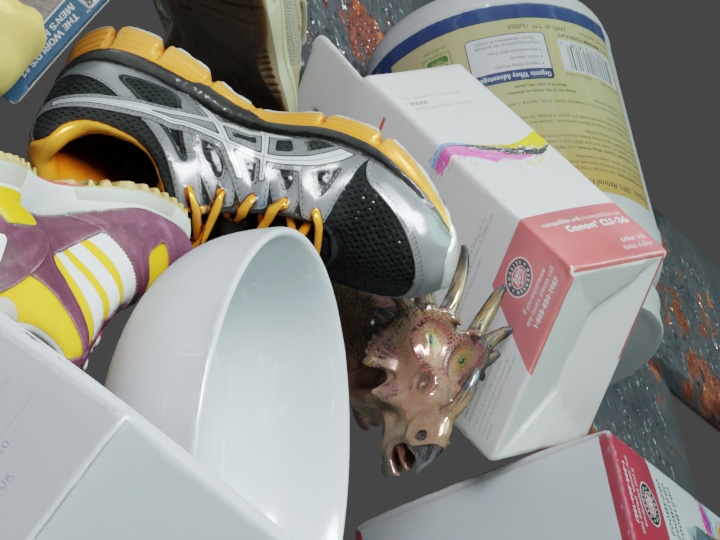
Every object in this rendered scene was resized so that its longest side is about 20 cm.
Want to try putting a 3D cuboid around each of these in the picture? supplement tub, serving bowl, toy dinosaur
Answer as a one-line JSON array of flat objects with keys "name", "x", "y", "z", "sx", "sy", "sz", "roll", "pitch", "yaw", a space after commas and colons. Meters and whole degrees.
[{"name": "supplement tub", "x": 0.086, "y": -0.040, "z": 1.570, "sx": 0.144, "sy": 0.144, "sz": 0.200, "roll": 36, "pitch": 36, "yaw": -53}, {"name": "serving bowl", "x": -0.063, "y": 0.082, "z": 1.146, "sx": 0.200, "sy": 0.066, "sz": 0.201, "roll": 2, "pitch": 90, "yaw": -74}, {"name": "toy dinosaur", "x": 0.000, "y": 0.000, "z": 1.301, "sx": 0.086, "sy": 0.135, "sz": 0.200, "roll": -11, "pitch": 78, "yaw": -41}]

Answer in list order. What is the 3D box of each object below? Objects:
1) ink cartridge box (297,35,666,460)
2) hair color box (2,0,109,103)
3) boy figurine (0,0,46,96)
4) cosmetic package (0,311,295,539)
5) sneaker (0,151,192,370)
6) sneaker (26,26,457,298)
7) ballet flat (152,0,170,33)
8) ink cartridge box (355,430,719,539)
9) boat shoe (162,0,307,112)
[{"name": "ink cartridge box", "x": 0.043, "y": -0.018, "z": 1.368, "sx": 0.067, "sy": 0.117, "sz": 0.200, "roll": -11, "pitch": 44, "yaw": -40}, {"name": "hair color box", "x": -0.117, "y": -0.160, "z": 1.249, "sx": 0.060, "sy": 0.100, "sz": 0.200, "roll": 40, "pitch": 26, "yaw": -11}, {"name": "boy figurine", "x": -0.187, "y": -0.098, "z": 1.082, "sx": 0.125, "sy": 0.064, "sz": 0.200, "roll": 69, "pitch": 20, "yaw": 6}, {"name": "cosmetic package", "x": -0.105, "y": 0.094, "z": 0.870, "sx": 0.200, "sy": 0.123, "sz": 0.199, "roll": 29, "pitch": -11, "yaw": 43}, {"name": "sneaker", "x": -0.127, "y": 0.010, "z": 1.120, "sx": 0.200, "sy": 0.075, "sz": 0.090, "roll": 12, "pitch": 71, "yaw": -62}, {"name": "sneaker", "x": -0.053, "y": -0.032, "z": 1.226, "sx": 0.077, "sy": 0.200, "sz": 0.078, "roll": -53, "pitch": 160, "yaw": -45}, {"name": "ballet flat", "x": -0.089, "y": -0.191, "z": 1.432, "sx": 0.071, "sy": 0.071, "sz": 0.200, "roll": 34, "pitch": 37, "yaw": -55}, {"name": "ink cartridge box", "x": 0.114, "y": 0.193, "z": 1.395, "sx": 0.200, "sy": 0.144, "sz": 0.146, "roll": 37, "pitch": 35, "yaw": -54}, {"name": "boat shoe", "x": -0.054, "y": -0.119, "z": 1.312, "sx": 0.200, "sy": 0.072, "sz": 0.065, "roll": 90, "pitch": 22, "yaw": -65}]
